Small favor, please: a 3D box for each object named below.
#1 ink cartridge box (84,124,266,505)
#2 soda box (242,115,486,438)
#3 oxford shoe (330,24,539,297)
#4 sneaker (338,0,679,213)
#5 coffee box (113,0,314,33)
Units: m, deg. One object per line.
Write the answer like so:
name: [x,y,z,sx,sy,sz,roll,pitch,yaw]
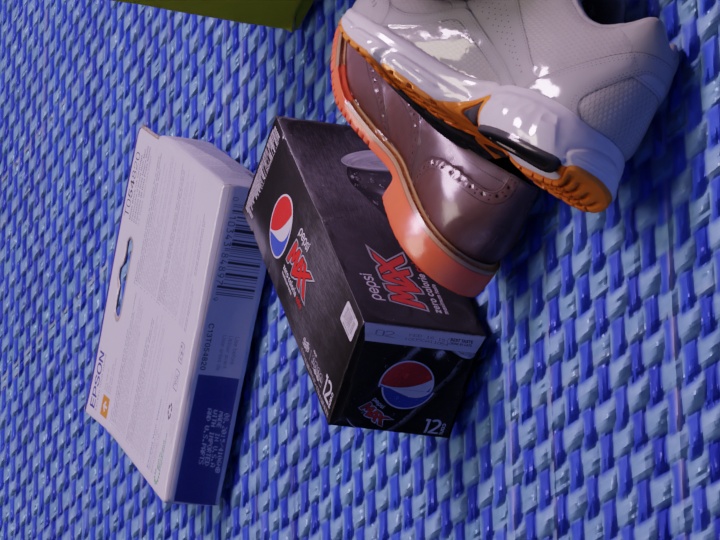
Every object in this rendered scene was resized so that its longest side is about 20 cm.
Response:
ink cartridge box: [-0.111,0.023,1.787,0.200,0.040,0.200,-144,63,-66]
soda box: [0.000,0.000,1.470,0.200,0.071,0.063,-113,36,-53]
oxford shoe: [0.042,-0.075,1.419,0.073,0.071,0.200,-49,40,23]
sneaker: [0.072,-0.098,1.304,0.092,0.076,0.200,-52,42,-4]
coffee box: [-0.101,-0.282,1.646,0.200,0.199,0.198,124,146,-48]
